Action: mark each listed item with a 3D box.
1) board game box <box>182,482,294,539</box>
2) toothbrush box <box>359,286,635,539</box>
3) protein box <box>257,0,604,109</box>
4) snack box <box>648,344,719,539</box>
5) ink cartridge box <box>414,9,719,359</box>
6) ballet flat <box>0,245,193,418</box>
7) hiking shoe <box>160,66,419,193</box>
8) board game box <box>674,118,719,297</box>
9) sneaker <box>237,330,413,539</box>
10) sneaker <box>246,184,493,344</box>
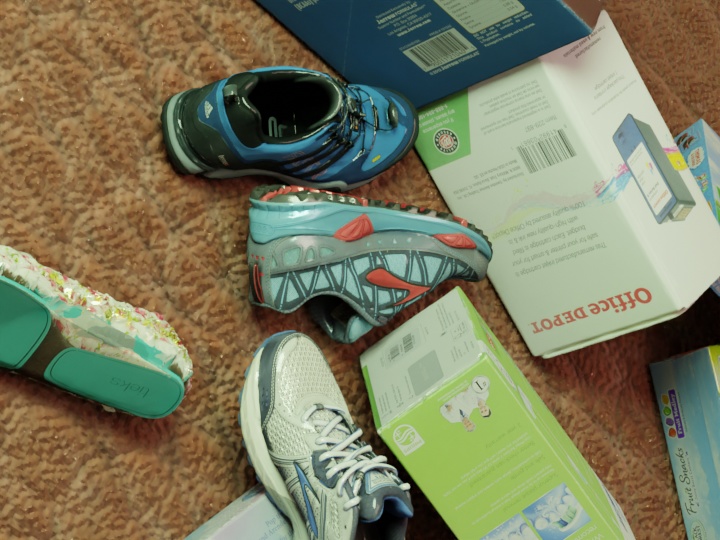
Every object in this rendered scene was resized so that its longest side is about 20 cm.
[{"bbox_3d":[-0.047,0.241,1.313,0.200,0.043,0.199,-34,99,-41],"label":"board game box"},{"bbox_3d":[0.093,0.128,1.392,0.200,0.086,0.146,52,7,-17],"label":"toothbrush box"},{"bbox_3d":[0.035,-0.233,1.424,0.200,0.198,0.135,40,54,-25],"label":"protein box"},{"bbox_3d":[0.319,0.137,1.647,0.200,0.068,0.169,-3,78,-40],"label":"snack box"},{"bbox_3d":[0.141,-0.055,1.498,0.087,0.145,0.200,-36,100,-43],"label":"ink cartridge box"},{"bbox_3d":[-0.182,0.027,1.258,0.200,0.076,0.064,32,27,-35],"label":"ballet flat"},{"bbox_3d":[-0.027,-0.091,1.402,0.200,0.087,0.075,-7,82,-42],"label":"hiking shoe"},{"bbox_3d":[0.294,-0.012,1.625,0.151,0.037,0.200,44,22,-17],"label":"board game box"},{"bbox_3d":[-0.007,0.128,1.299,0.077,0.085,0.201,-10,81,-42],"label":"sneaker"},{"bbox_3d":[0.000,0.000,1.423,0.200,0.079,0.096,8,94,-40],"label":"sneaker"}]
